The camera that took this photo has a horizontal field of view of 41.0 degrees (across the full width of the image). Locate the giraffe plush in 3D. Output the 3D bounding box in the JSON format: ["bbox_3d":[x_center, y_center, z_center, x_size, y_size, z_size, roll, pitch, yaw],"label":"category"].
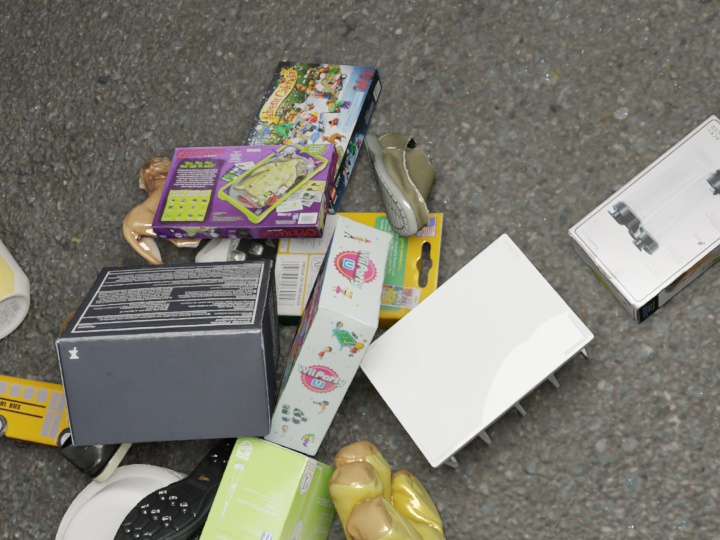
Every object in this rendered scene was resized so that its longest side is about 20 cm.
[{"bbox_3d":[0.007,0.302,0.976,0.162,0.173,0.200,-43,99,11],"label":"giraffe plush"}]

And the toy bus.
[{"bbox_3d":[-0.388,0.178,1.174,0.198,0.065,0.079,6,72,20],"label":"toy bus"}]

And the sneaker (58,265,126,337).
[{"bbox_3d":[-0.289,0.063,1.188,0.200,0.112,0.072,-40,63,35],"label":"sneaker"}]

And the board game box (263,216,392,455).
[{"bbox_3d":[-0.033,0.069,0.998,0.064,0.201,0.148,19,38,-7],"label":"board game box"}]

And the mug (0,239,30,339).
[{"bbox_3d":[-0.513,0.016,1.215,0.153,0.186,0.150,41,114,16],"label":"mug"}]

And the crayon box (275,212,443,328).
[{"bbox_3d":[0.000,0.000,1.116,0.198,0.052,0.127,1,72,19],"label":"crayon box"}]

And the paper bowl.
[{"bbox_3d":[-0.250,0.317,1.062,0.198,0.104,0.203,-5,71,15],"label":"paper bowl"}]

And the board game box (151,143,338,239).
[{"bbox_3d":[-0.131,-0.091,1.100,0.198,0.032,0.121,1,60,15],"label":"board game box"}]

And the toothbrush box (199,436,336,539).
[{"bbox_3d":[-0.100,0.286,1.001,0.085,0.146,0.202,16,77,21],"label":"toothbrush box"}]

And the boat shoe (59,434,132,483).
[{"bbox_3d":[-0.270,0.143,1.111,0.073,0.063,0.202,-22,32,51],"label":"boat shoe"}]

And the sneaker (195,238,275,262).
[{"bbox_3d":[-0.170,0.022,1.160,0.088,0.074,0.202,20,85,45],"label":"sneaker"}]

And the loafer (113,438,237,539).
[{"bbox_3d":[-0.175,0.250,0.996,0.068,0.200,0.071,20,122,26],"label":"loafer"}]

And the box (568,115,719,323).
[{"bbox_3d":[0.334,-0.054,1.022,0.200,0.060,0.117,-39,65,1],"label":"box"}]

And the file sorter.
[{"bbox_3d":[0.125,0.094,1.004,0.200,0.125,0.139,-39,66,2],"label":"file sorter"}]

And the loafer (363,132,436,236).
[{"bbox_3d":[0.051,-0.109,1.090,0.069,0.076,0.201,-16,35,0],"label":"loafer"}]

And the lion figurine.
[{"bbox_3d":[-0.240,-0.069,1.166,0.122,0.200,0.073,32,117,-4],"label":"lion figurine"}]

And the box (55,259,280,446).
[{"bbox_3d":[-0.189,0.081,1.004,0.198,0.199,0.125,-3,109,0],"label":"box"}]

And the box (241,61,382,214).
[{"bbox_3d":[-0.067,-0.166,1.174,0.135,0.038,0.201,8,60,19],"label":"box"}]
